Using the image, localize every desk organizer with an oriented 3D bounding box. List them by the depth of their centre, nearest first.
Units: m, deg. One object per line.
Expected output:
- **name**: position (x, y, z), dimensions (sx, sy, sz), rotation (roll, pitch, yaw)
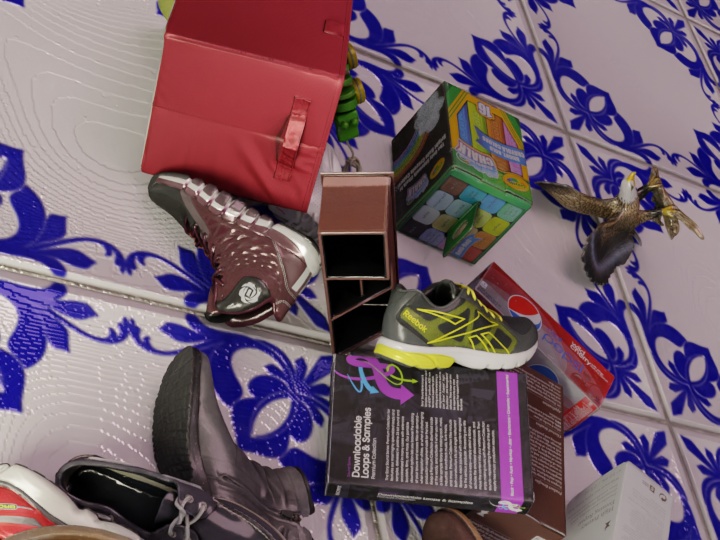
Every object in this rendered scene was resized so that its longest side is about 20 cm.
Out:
- **desk organizer**: position (0.000, 0.000, 1.215), dimensions (0.071, 0.201, 0.077), rotation (0, 49, 5)

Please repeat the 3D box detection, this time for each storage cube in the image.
- **storage cube**: position (-0.115, -0.193, 1.264), dimensions (0.178, 0.172, 0.201), rotation (13, 39, -7)

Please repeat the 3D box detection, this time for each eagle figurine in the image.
- **eagle figurine**: position (0.342, -0.076, 1.677), dimensions (0.199, 0.152, 0.152), rotation (-20, 22, -18)

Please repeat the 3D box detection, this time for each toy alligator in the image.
- **toy alligator**: position (-0.021, -0.188, 1.399), dimensions (0.059, 0.201, 0.054), rotation (-19, 25, -11)

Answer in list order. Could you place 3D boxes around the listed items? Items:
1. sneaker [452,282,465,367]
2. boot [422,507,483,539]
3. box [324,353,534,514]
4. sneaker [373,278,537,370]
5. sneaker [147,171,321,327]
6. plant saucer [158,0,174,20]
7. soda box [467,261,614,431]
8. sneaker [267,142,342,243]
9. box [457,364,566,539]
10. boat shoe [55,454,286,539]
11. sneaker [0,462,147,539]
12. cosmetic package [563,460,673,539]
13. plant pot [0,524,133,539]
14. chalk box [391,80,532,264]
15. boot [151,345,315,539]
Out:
- **sneaker**: position (0.097, 0.099, 1.312), dimensions (0.078, 0.070, 0.201), rotation (31, 48, 0)
- **boot**: position (0.043, 0.295, 1.084), dimensions (0.165, 0.072, 0.201), rotation (17, 49, -33)
- **box**: position (0.065, 0.157, 1.190), dimensions (0.198, 0.036, 0.144), rotation (8, 53, -6)
- **sneaker**: position (0.106, 0.052, 1.225), dimensions (0.199, 0.085, 0.074), rotation (-1, 14, -38)
- **sneaker**: position (-0.144, -0.013, 1.206), dimensions (0.199, 0.076, 0.116), rotation (25, 76, 15)
- **plant saucer**: position (-0.128, -0.290, 1.385), dimensions (0.199, 0.199, 0.031), rotation (6, 74, -38)
- **soda box**: position (0.196, 0.089, 1.419), dimensions (0.200, 0.063, 0.070), rotation (44, 39, -1)
- **sneaker**: position (-0.051, -0.058, 1.335), dimensions (0.099, 0.078, 0.201), rotation (-5, 50, -36)
- **box**: position (0.156, 0.192, 1.283), dimensions (0.100, 0.075, 0.201), rotation (30, 39, -18)
- **boat shoe**: position (-0.149, 0.198, 0.955), dimensions (0.199, 0.063, 0.073), rotation (22, 75, 7)
- **sneaker**: position (-0.218, 0.231, 0.925), dimensions (0.199, 0.077, 0.085), rotation (32, 50, -5)
- **cosmetic package**: position (0.251, 0.302, 1.245), dimensions (0.074, 0.102, 0.200), rotation (38, 37, -7)
- **plant pot**: position (-0.207, 0.293, 0.762), dimensions (0.199, 0.198, 0.201), rotation (23, 43, -24)
- **chalk box**: position (0.121, -0.101, 1.479), dimensions (0.123, 0.125, 0.201), rotation (22, 44, -25)
- **boot**: position (-0.109, 0.171, 1.076), dimensions (0.131, 0.070, 0.202), rotation (13, 60, -35)
